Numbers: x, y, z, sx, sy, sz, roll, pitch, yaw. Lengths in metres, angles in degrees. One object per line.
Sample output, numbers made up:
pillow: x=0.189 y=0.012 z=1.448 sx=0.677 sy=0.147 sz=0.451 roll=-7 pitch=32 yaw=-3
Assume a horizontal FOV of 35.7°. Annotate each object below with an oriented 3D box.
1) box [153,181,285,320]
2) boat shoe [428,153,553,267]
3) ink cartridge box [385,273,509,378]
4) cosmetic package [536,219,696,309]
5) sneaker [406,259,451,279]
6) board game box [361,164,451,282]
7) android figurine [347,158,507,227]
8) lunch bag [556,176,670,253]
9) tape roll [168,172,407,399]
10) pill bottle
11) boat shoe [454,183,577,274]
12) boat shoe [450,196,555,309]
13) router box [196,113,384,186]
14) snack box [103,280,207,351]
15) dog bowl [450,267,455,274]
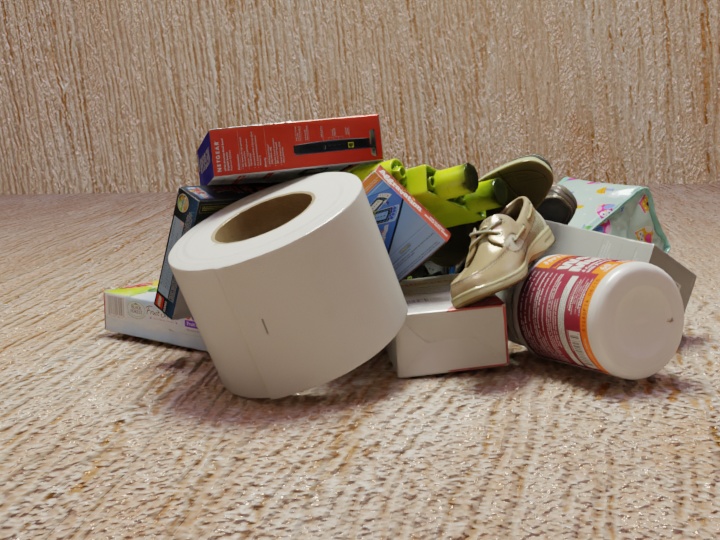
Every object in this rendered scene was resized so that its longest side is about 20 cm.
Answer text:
box: x=-0.123 y=-0.026 z=1.221 sx=0.199 sy=0.138 sz=0.038 roll=-7 pitch=31 yaw=-46
boat shoe: x=0.147 y=-0.080 z=1.301 sx=0.201 sy=0.071 sz=0.066 roll=-41 pitch=17 yaw=40
ink cartridge box: x=0.082 y=0.054 z=1.197 sx=0.115 sy=0.069 sz=0.200 roll=-6 pitch=10 yaw=-3
cosmetic package: x=0.262 y=0.006 z=1.262 sx=0.106 sy=0.091 sz=0.199 roll=25 pitch=-8 yaw=-40
sneaker: x=0.060 y=-0.021 z=1.443 sx=0.070 sy=0.084 sz=0.199 roll=-10 pitch=-31 yaw=31
board game box: x=-0.005 y=-0.015 z=1.175 sx=0.200 sy=0.103 sz=0.020 roll=-41 pitch=10 yaw=38
android figurine: x=0.053 y=-0.075 z=1.211 sx=0.198 sy=0.042 sz=0.181 roll=-11 pitch=-17 yaw=37
lunch bag: x=0.275 y=-0.022 z=1.463 sx=0.199 sy=0.123 sz=0.170 roll=-39 pitch=24 yaw=-20
tape roll: x=-0.069 y=0.010 z=1.080 sx=0.200 sy=0.141 sz=0.203 roll=-19 pitch=20 yaw=7
pill bottle: x=0.219 y=0.041 z=1.115 sx=0.108 sy=0.111 sz=0.199 roll=-6 pitch=6 yaw=-24
boat shoe: x=0.192 y=-0.034 z=1.395 sx=0.200 sy=0.074 sz=0.074 roll=-39 pitch=19 yaw=43
boat shoe: x=0.135 y=-0.021 z=1.118 sx=0.072 sy=0.066 sz=0.200 roll=-23 pitch=7 yaw=36
router box: x=-0.082 y=-0.125 z=1.214 sx=0.177 sy=0.050 sz=0.200 roll=-7 pitch=1 yaw=-13
snack box: x=-0.189 y=0.048 z=1.331 sx=0.198 sy=0.054 sz=0.141 roll=8 pitch=15 yaw=38
dog bowl: x=0.113 y=-0.022 z=1.570 sx=0.198 sy=0.113 sz=0.050 roll=4 pitch=24 yaw=29
